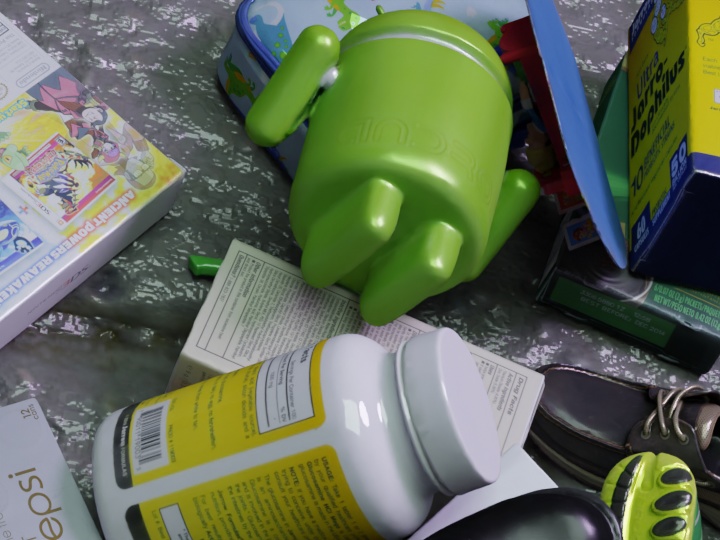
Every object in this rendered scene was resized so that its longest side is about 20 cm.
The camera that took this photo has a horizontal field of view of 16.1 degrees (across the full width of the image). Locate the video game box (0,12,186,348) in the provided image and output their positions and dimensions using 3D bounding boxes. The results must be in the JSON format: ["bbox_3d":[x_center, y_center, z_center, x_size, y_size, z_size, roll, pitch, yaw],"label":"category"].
[{"bbox_3d":[-0.233,-0.052,1.487,0.182,0.047,0.200,39,53,14],"label":"video game box"}]

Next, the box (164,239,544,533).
[{"bbox_3d":[-0.005,0.074,1.452,0.199,0.078,0.095,25,52,0],"label":"box"}]

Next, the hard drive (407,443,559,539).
[{"bbox_3d":[0.054,0.207,1.356,0.200,0.027,0.132,-41,73,-8],"label":"hard drive"}]

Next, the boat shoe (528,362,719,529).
[{"bbox_3d":[0.192,0.097,1.504,0.199,0.073,0.075,21,51,-3],"label":"boat shoe"}]

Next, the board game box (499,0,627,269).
[{"bbox_3d":[0.110,-0.092,1.521,0.039,0.158,0.202,-18,69,12],"label":"board game box"}]

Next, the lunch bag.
[{"bbox_3d":[0.025,-0.130,1.608,0.199,0.083,0.161,-27,71,-31],"label":"lunch bag"}]

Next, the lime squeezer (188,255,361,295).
[{"bbox_3d":[0.000,0.000,1.542,0.199,0.038,0.071,-14,30,-25],"label":"lime squeezer"}]

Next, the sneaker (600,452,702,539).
[{"bbox_3d":[0.157,0.204,1.411,0.074,0.084,0.201,7,67,27],"label":"sneaker"}]

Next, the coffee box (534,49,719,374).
[{"bbox_3d":[0.194,-0.041,1.622,0.122,0.044,0.201,24,52,-1],"label":"coffee box"}]

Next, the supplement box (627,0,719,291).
[{"bbox_3d":[0.233,-0.097,1.578,0.109,0.109,0.201,12,53,-10],"label":"supplement box"}]

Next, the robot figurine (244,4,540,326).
[{"bbox_3d":[0.025,-0.066,1.449,0.175,0.116,0.201,32,46,-20],"label":"robot figurine"}]

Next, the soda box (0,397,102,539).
[{"bbox_3d":[-0.168,0.172,1.337,0.068,0.064,0.201,-15,61,-26],"label":"soda box"}]

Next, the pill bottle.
[{"bbox_3d":[-0.032,0.100,1.344,0.199,0.113,0.113,-18,54,16],"label":"pill bottle"}]

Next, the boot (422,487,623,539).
[{"bbox_3d":[0.038,0.161,1.275,0.210,0.158,0.080,-26,71,-4],"label":"boot"}]
